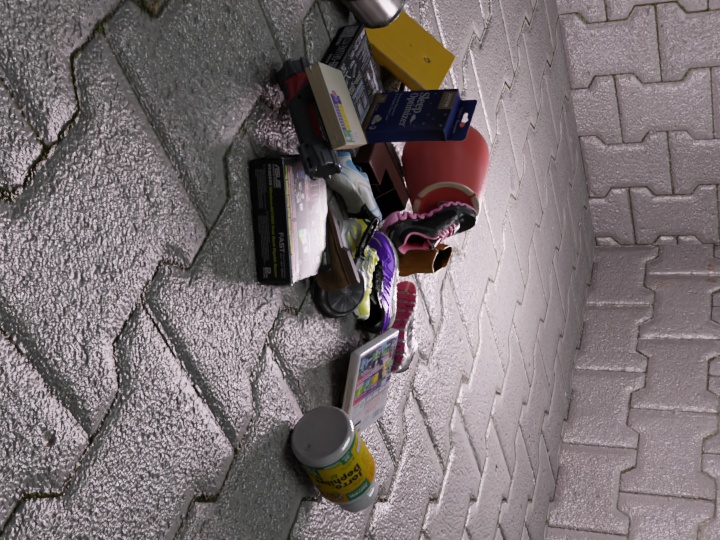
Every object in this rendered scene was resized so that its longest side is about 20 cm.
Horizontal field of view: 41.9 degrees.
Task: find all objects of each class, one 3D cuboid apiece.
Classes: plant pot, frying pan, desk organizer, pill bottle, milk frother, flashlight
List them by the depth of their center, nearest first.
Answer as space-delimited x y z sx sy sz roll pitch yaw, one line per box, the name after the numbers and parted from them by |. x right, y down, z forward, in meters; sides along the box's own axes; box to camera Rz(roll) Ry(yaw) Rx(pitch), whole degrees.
-0.078 -0.241 1.499 0.068 0.067 0.202 37 31 -65 | flashlight
-0.037 0.333 1.625 0.201 0.111 0.114 65 34 -45 | pill bottle
-0.007 0.008 1.681 0.190 0.031 0.115 -43 125 -13 | frying pan
0.037 -0.566 1.692 0.188 0.197 0.183 24 64 -64 | milk frother
0.029 -0.176 1.830 0.201 0.071 0.078 60 40 -48 | desk organizer
0.179 -0.186 1.978 0.179 0.198 0.202 -85 159 -46 | plant pot

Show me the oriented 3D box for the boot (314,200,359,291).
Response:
-0.069 -0.062 1.614 0.074 0.075 0.203 12 59 -82 | boot

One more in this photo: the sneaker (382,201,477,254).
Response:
0.147 -0.076 1.878 0.096 0.197 0.080 -114 -164 -47 | sneaker

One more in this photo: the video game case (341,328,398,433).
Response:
0.015 0.220 1.804 0.200 0.023 0.185 -22 125 -64 | video game case

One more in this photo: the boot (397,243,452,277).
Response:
0.126 -0.049 1.959 0.202 0.142 0.072 -59 142 -50 | boot

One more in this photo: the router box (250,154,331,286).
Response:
-0.110 -0.085 1.518 0.150 0.061 0.203 -21 109 -65 | router box

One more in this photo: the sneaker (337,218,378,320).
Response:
0.000 0.000 1.729 0.076 0.075 0.202 -117 -164 -63 | sneaker

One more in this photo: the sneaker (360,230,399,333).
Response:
0.026 0.026 1.824 0.099 0.069 0.203 -18 106 -63 | sneaker

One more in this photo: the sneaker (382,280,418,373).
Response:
0.084 0.124 1.959 0.088 0.073 0.203 53 42 -63 | sneaker

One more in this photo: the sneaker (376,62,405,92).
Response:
0.073 -0.399 1.906 0.077 0.087 0.203 33 60 -63 | sneaker

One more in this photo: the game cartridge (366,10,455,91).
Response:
0.089 -0.443 1.877 0.199 0.032 0.177 38 43 -9 | game cartridge

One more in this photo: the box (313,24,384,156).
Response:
-0.021 -0.333 1.737 0.201 0.049 0.159 -68 148 -41 | box

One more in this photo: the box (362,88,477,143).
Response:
0.108 -0.285 1.728 0.033 0.197 0.122 69 32 -44 | box

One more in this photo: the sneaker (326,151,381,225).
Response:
-0.003 -0.147 1.751 0.073 0.071 0.200 -68 150 -20 | sneaker

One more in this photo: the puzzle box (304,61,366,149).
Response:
-0.038 -0.264 1.521 0.200 0.025 0.135 -37 108 -78 | puzzle box
